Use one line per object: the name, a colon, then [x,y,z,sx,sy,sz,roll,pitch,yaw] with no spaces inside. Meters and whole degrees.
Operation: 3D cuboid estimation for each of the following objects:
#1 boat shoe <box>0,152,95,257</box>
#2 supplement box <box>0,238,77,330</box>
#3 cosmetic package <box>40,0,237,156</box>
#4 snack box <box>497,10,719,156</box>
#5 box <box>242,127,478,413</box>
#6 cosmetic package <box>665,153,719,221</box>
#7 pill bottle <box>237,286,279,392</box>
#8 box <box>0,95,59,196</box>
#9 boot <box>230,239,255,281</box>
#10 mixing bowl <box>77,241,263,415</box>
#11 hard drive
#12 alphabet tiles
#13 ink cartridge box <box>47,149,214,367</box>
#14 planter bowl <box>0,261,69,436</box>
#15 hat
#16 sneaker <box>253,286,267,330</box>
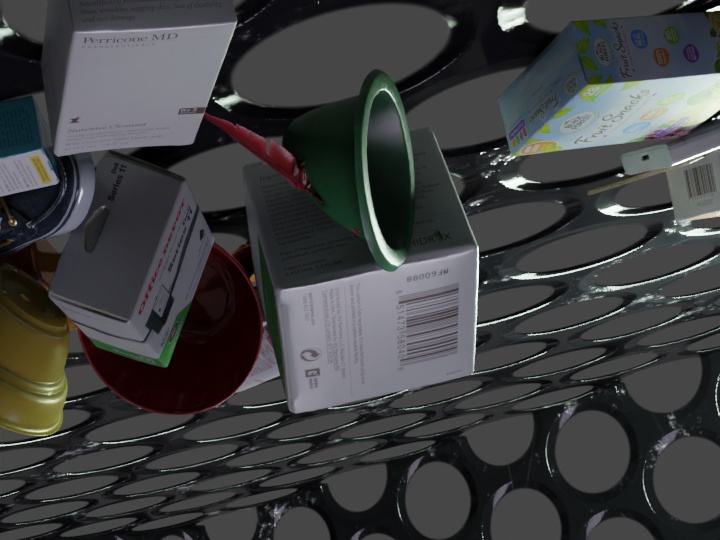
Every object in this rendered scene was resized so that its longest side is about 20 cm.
boat shoe: [-0.312,-0.054,1.274,0.090,0.071,0.200,-5,165,-43]
supplement box: [-0.337,0.013,1.511,0.068,0.067,0.200,-14,164,2]
cosmetic package: [-0.160,-0.157,1.022,0.112,0.082,0.200,-7,165,-16]
snack box: [0.251,-0.173,1.357,0.198,0.068,0.169,-7,165,-20]
box: [0.000,0.000,1.443,0.198,0.172,0.200,-11,140,-7]
cosmetic package: [0.466,-0.108,1.725,0.199,0.072,0.101,-8,176,-34]
pill bottle: [-0.145,0.089,1.864,0.199,0.114,0.113,-24,162,35]
box: [-0.349,-0.084,1.178,0.198,0.050,0.082,-12,165,-5]
boot: [-0.048,-0.018,1.645,0.143,0.071,0.200,1,163,-45]
mixing bowl: [-0.192,0.040,1.563,0.199,0.202,0.108,-17,-166,11]
hard drive: [0.385,-0.148,1.532,0.199,0.027,0.132,-20,-177,-10]
alphabet tiles: [0.369,-0.128,1.603,0.199,0.008,0.167,-18,-177,43]
ink cartridge box: [-0.209,-0.005,1.372,0.082,0.148,0.200,18,167,7]
planter bowl: [-0.325,0.051,1.328,0.084,0.201,0.200,-47,157,10]
hat: [-0.058,-0.093,1.290,0.174,0.201,0.166,-3,-154,17]
sneaker: [-0.154,0.060,1.705,0.198,0.092,0.076,5,176,5]
